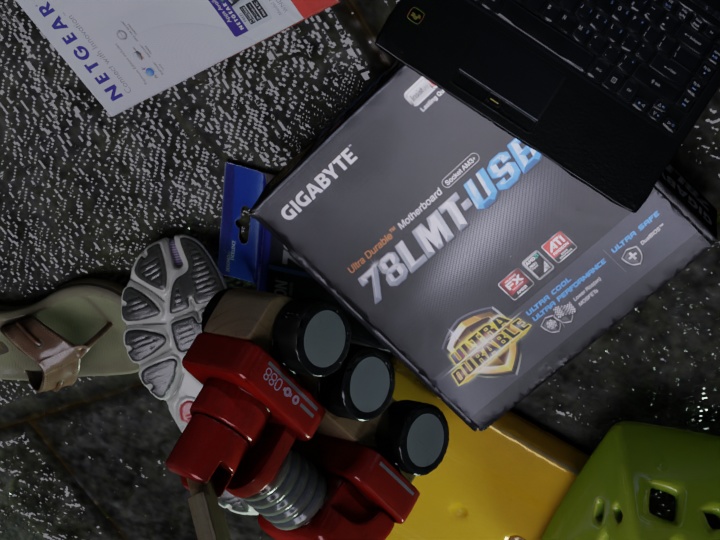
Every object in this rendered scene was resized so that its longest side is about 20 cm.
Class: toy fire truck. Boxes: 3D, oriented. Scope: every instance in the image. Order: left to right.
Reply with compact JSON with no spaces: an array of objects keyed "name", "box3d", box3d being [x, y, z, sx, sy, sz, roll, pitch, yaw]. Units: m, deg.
[{"name":"toy fire truck","box3d":[-0.047,0.134,1.112,0.128,0.201,0.176,8,150,46]}]

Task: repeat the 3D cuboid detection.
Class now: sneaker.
[{"name":"sneaker","box3d":[-0.100,0.068,1.226,0.080,0.084,0.201,-15,108,11]}]

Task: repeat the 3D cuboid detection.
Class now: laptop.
[{"name":"laptop","box3d":[0.136,-0.151,0.937,0.177,0.103,0.201,32,97,-9]}]

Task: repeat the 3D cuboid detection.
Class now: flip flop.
[{"name":"flip flop","box3d":[-0.225,0.055,1.262,0.199,0.058,0.081,-5,127,22]}]

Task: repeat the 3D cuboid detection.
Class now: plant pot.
[{"name":"plant pot","box3d":[0.223,0.241,1.166,0.198,0.182,0.201,12,134,-10]}]

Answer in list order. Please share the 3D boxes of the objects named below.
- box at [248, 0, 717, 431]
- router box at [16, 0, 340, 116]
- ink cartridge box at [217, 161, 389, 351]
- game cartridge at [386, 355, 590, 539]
[{"name":"box","box3d":[0.071,-0.034,1.066,0.198,0.050,0.200,43,117,-12]},{"name":"router box","box3d":[-0.129,-0.204,1.021,0.179,0.049,0.200,-23,119,32]},{"name":"ink cartridge box","box3d":[0.000,0.000,1.157,0.199,0.039,0.100,13,132,8]},{"name":"game cartridge","box3d":[0.072,0.158,1.273,0.199,0.033,0.177,31,131,-6]}]
